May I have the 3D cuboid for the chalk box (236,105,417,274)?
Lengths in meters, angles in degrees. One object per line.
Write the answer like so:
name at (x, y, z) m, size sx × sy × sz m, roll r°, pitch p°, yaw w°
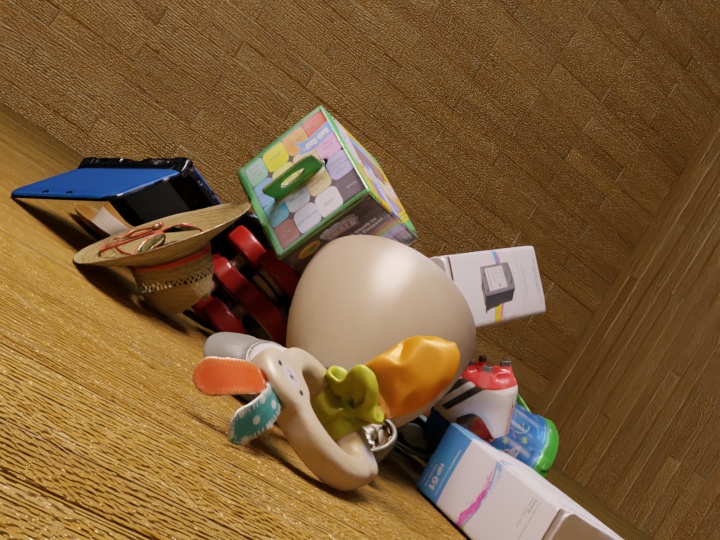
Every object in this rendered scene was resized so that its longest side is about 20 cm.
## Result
chalk box at (-0.043, -0.079, 1.077) m, size 0.125 × 0.123 × 0.200 m, roll 61°, pitch 11°, yaw 27°

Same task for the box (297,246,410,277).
box at (0.000, 0.000, 1.255) m, size 0.196 × 0.050 × 0.202 m, roll 8°, pitch 46°, yaw -45°

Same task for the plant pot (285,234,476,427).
plant pot at (0.002, 0.086, 0.999) m, size 0.197 × 0.135 × 0.203 m, roll 17°, pitch -46°, yaw 19°

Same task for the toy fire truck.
toy fire truck at (-0.121, 0.056, 1.206) m, size 0.199 × 0.112 × 0.169 m, roll 34°, pitch -18°, yaw 51°

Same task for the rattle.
rattle at (-0.016, 0.087, 0.774) m, size 0.200 × 0.141 × 0.132 m, roll 46°, pitch 32°, yaw -48°

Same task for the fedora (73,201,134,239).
fedora at (-0.304, -0.062, 1.394) m, size 0.199 × 0.083 × 0.201 m, roll 34°, pitch 0°, yaw 0°

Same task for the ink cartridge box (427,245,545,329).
ink cartridge box at (0.101, 0.030, 1.138) m, size 0.146 × 0.087 × 0.198 m, roll -14°, pitch -4°, yaw 38°

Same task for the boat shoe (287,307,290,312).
boat shoe at (-0.037, 0.084, 1.313) m, size 0.075 × 0.196 × 0.067 m, roll 67°, pitch 13°, yaw -45°

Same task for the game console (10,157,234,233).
game console at (-0.282, -0.072, 1.190) m, size 0.197 × 0.119 × 0.172 m, roll 6°, pitch -36°, yaw 37°

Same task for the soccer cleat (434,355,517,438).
soccer cleat at (0.096, 0.131, 1.117) m, size 0.068 × 0.087 × 0.198 m, roll -6°, pitch 10°, yaw -40°

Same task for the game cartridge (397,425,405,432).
game cartridge at (0.007, 0.131, 1.160) m, size 0.133 × 0.041 × 0.200 m, roll 37°, pitch 24°, yaw 7°

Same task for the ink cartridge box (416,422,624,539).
ink cartridge box at (0.168, 0.254, 1.006) m, size 0.144 × 0.086 × 0.199 m, roll 33°, pitch -2°, yaw -30°

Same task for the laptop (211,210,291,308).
laptop at (-0.122, -0.008, 1.337) m, size 0.198 × 0.177 × 0.104 m, roll 34°, pitch 36°, yaw -18°

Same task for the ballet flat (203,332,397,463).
ballet flat at (-0.050, 0.108, 0.907) m, size 0.199 × 0.068 × 0.064 m, roll 36°, pitch -46°, yaw -12°

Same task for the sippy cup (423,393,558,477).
sippy cup at (0.152, 0.204, 1.219) m, size 0.130 × 0.140 × 0.178 m, roll 41°, pitch 3°, yaw -12°

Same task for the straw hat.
straw hat at (-0.196, -0.002, 1.042) m, size 0.201 × 0.198 × 0.087 m, roll -149°, pitch -138°, yaw -72°

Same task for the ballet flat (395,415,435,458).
ballet flat at (0.027, 0.171, 1.232) m, size 0.199 × 0.070 × 0.069 m, roll 38°, pitch -3°, yaw -23°

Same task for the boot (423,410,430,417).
boot at (0.107, 0.197, 1.358) m, size 0.203 × 0.070 × 0.144 m, roll 55°, pitch -14°, yaw -1°
